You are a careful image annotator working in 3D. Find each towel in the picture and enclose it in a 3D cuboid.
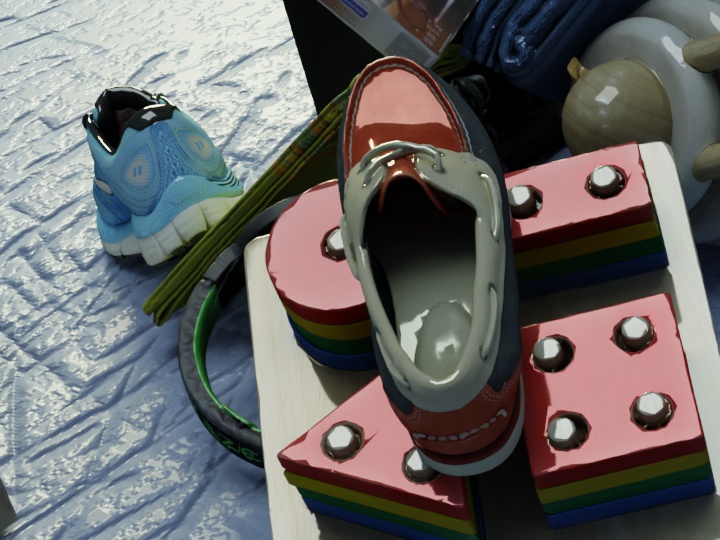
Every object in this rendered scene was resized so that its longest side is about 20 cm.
[{"bbox_3d":[0.127,-0.132,1.238,0.049,0.200,0.112,46,105,23],"label":"towel"},{"bbox_3d":[-0.027,-0.040,1.219,0.086,0.018,0.200,-22,-17,-49],"label":"towel"}]

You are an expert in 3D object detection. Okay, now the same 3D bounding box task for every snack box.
[{"bbox_3d":[0.042,-0.174,1.202,0.024,0.072,0.200,-45,9,46],"label":"snack box"}]

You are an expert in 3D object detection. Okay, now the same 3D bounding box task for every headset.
[{"bbox_3d":[0.000,0.000,1.154,0.123,0.094,0.200,31,66,23],"label":"headset"}]

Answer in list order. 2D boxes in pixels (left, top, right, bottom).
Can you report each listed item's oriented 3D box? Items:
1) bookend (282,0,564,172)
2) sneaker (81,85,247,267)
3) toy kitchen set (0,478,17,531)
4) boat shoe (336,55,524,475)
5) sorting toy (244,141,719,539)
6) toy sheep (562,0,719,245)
[{"bbox_3d":[0.061,-0.164,1.327,0.200,0.199,0.092,-34,33,-30],"label":"bookend"},{"bbox_3d":[-0.107,-0.060,1.323,0.078,0.090,0.200,-26,9,-14],"label":"sneaker"},{"bbox_3d":[-0.237,0.011,1.186,0.163,0.201,0.180,-34,32,-26],"label":"toy kitchen set"},{"bbox_3d":[0.025,-0.015,1.001,0.071,0.063,0.201,-16,53,9],"label":"boat shoe"},{"bbox_3d":[0.048,0.036,1.041,0.198,0.070,0.201,-13,54,8],"label":"sorting toy"},{"bbox_3d":[0.175,-0.075,1.183,0.199,0.139,0.138,-2,16,-37],"label":"toy sheep"}]
